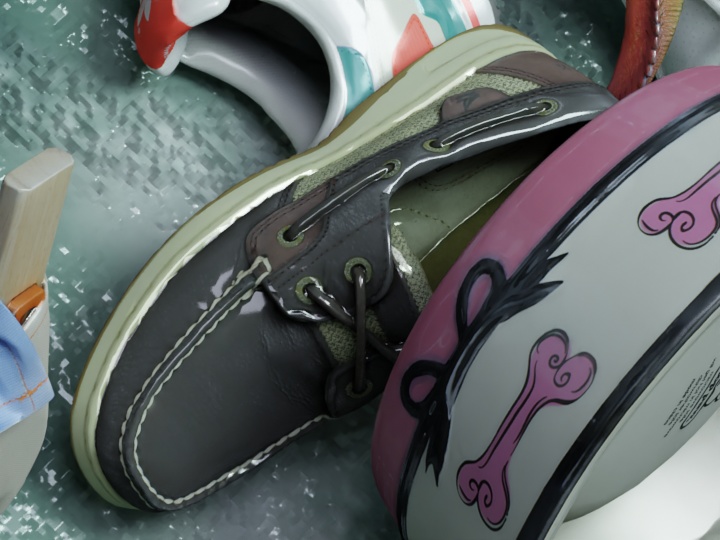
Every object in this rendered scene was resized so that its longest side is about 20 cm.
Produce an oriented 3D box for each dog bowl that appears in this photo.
[{"bbox_3d":[0.086,0.027,0.866,0.200,0.200,0.074,-35,62,-29],"label":"dog bowl"}]

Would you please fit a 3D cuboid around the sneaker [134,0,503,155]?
[{"bbox_3d":[-0.048,-0.116,0.944,0.200,0.070,0.093,49,55,3],"label":"sneaker"}]

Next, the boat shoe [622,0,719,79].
[{"bbox_3d":[0.135,-0.031,0.977,0.086,0.075,0.202,-41,94,-27],"label":"boat shoe"}]

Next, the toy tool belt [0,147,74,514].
[{"bbox_3d":[-0.162,0.043,0.802,0.125,0.123,0.200,47,61,5],"label":"toy tool belt"}]

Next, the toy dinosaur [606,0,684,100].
[{"bbox_3d":[0.086,-0.179,0.901,0.181,0.105,0.200,45,84,-2],"label":"toy dinosaur"}]

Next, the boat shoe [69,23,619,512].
[{"bbox_3d":[0.001,0.000,0.890,0.201,0.066,0.072,-41,125,-21],"label":"boat shoe"}]
